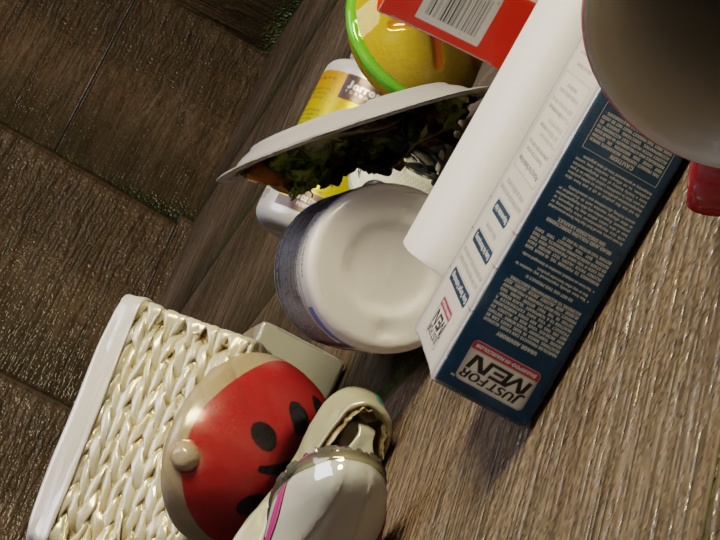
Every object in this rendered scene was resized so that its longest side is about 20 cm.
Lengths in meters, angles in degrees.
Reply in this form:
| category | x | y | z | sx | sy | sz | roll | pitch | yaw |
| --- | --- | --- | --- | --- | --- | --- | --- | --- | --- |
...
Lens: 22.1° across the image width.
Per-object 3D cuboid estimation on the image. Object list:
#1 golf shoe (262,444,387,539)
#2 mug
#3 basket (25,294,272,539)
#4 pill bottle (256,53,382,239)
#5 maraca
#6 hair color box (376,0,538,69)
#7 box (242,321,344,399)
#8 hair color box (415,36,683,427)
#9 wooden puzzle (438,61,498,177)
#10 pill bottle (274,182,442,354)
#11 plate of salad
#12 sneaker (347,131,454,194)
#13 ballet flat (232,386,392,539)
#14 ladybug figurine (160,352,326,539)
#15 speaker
| category | x | y | z | sx | sy | sz | roll | pitch | yaw |
| --- | --- | --- | --- | --- | --- | --- | --- | --- | --- |
| golf shoe | -0.032 | 0.191 | 1.101 | 0.092 | 0.072 | 0.201 | -99 | 27 | -51 |
| mug | 0.162 | -0.138 | 0.796 | 0.178 | 0.133 | 0.201 | -52 | 10 | 38 |
| basket | -0.139 | 0.141 | 1.374 | 0.201 | 0.122 | 0.136 | -69 | -24 | -17 |
| pill bottle | -0.006 | -0.112 | 1.651 | 0.201 | 0.109 | 0.109 | -64 | 10 | -9 |
| maraca | 0.063 | -0.203 | 1.439 | 0.107 | 0.137 | 0.200 | -39 | 11 | 50 |
| hair color box | 0.074 | -0.233 | 1.314 | 0.061 | 0.101 | 0.201 | -58 | 13 | 34 |
| box | -0.096 | 0.151 | 1.496 | 0.201 | 0.077 | 0.095 | -65 | 10 | -16 |
| hair color box | 0.106 | -0.028 | 0.979 | 0.201 | 0.060 | 0.100 | -60 | 10 | 11 |
| wooden puzzle | 0.129 | -0.162 | 1.292 | 0.185 | 0.046 | 0.201 | 134 | 156 | -61 |
| pill bottle | 0.000 | 0.000 | 1.301 | 0.114 | 0.113 | 0.200 | -63 | 10 | -6 |
| plate of salad | -0.001 | -0.083 | 1.257 | 0.198 | 0.048 | 0.200 | -19 | -1 | 0 |
| sneaker | 0.044 | -0.101 | 1.461 | 0.088 | 0.075 | 0.200 | -57 | 11 | 27 |
| ballet flat | -0.036 | 0.167 | 1.200 | 0.201 | 0.069 | 0.069 | -63 | 10 | -9 |
| ladybug figurine | -0.070 | 0.128 | 1.277 | 0.200 | 0.071 | 0.137 | -2 | -76 | -66 |
| speaker | 0.104 | -0.080 | 1.074 | 0.201 | 0.081 | 0.081 | -60 | 10 | 11 |
